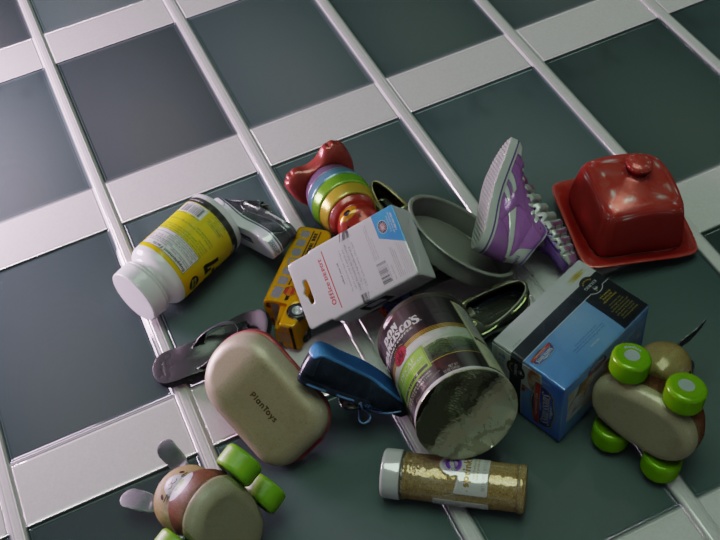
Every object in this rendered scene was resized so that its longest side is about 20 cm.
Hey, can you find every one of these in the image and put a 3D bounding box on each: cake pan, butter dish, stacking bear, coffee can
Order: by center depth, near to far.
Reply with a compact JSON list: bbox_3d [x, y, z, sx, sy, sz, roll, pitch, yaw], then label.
[{"bbox_3d":[0.118,0.143,1.515,0.145,0.148,0.200,-16,32,-7],"label":"coffee can"},{"bbox_3d":[0.153,-0.044,1.712,0.199,0.037,0.201,26,28,-15],"label":"cake pan"},{"bbox_3d":[0.428,-0.121,1.729,0.198,0.149,0.201,-7,50,-8],"label":"butter dish"},{"bbox_3d":[-0.024,-0.103,1.780,0.121,0.114,0.200,-38,43,2],"label":"stacking bear"}]

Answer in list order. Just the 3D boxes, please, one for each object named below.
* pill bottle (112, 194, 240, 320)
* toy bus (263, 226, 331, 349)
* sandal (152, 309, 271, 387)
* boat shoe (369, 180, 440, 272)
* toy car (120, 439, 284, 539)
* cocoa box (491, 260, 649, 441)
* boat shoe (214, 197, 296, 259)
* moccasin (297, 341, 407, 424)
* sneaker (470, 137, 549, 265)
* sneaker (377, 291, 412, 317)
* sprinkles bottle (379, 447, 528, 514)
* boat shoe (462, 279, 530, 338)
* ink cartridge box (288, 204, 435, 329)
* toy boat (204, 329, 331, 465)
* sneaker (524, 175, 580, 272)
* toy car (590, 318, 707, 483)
[{"bbox_3d":[-0.297,-0.021,1.760,0.114,0.115,0.200,29,59,27],"label":"pill bottle"},{"bbox_3d":[-0.095,0.026,1.728,0.077,0.065,0.201,11,52,16],"label":"toy bus"},{"bbox_3d":[-0.225,0.120,1.654,0.199,0.043,0.077,-27,56,0],"label":"sandal"},{"bbox_3d":[0.072,-0.076,1.787,0.071,0.077,0.200,-33,54,-21],"label":"boat shoe"},{"bbox_3d":[-0.234,0.303,1.459,0.199,0.158,0.165,23,66,37],"label":"toy car"},{"bbox_3d":[0.300,0.114,1.562,0.131,0.134,0.200,35,61,30],"label":"cocoa box"},{"bbox_3d":[-0.178,-0.085,1.807,0.068,0.072,0.199,-41,39,-18],"label":"boat shoe"},{"bbox_3d":[-0.011,0.164,1.549,0.068,0.199,0.081,-52,31,9],"label":"moccasin"},{"bbox_3d":[0.246,-0.103,1.704,0.113,0.073,0.203,19,72,-10],"label":"sneaker"},{"bbox_3d":[0.044,0.046,1.703,0.078,0.076,0.201,-23,44,4],"label":"sneaker"},{"bbox_3d":[0.127,0.286,1.481,0.198,0.069,0.069,5,50,10],"label":"sprinkles bottle"},{"bbox_3d":[0.172,0.076,1.658,0.200,0.061,0.072,-27,52,-15],"label":"boat shoe"},{"bbox_3d":[0.000,0.000,1.646,0.199,0.067,0.117,-28,74,23],"label":"ink cartridge box"},{"bbox_3d":[-0.129,0.176,1.576,0.130,0.131,0.200,-42,87,10],"label":"toy boat"},{"bbox_3d":[0.273,-0.069,1.765,0.088,0.080,0.201,-44,70,22],"label":"sneaker"},{"bbox_3d":[0.429,0.158,1.507,0.157,0.166,0.200,30,46,28],"label":"toy car"}]
